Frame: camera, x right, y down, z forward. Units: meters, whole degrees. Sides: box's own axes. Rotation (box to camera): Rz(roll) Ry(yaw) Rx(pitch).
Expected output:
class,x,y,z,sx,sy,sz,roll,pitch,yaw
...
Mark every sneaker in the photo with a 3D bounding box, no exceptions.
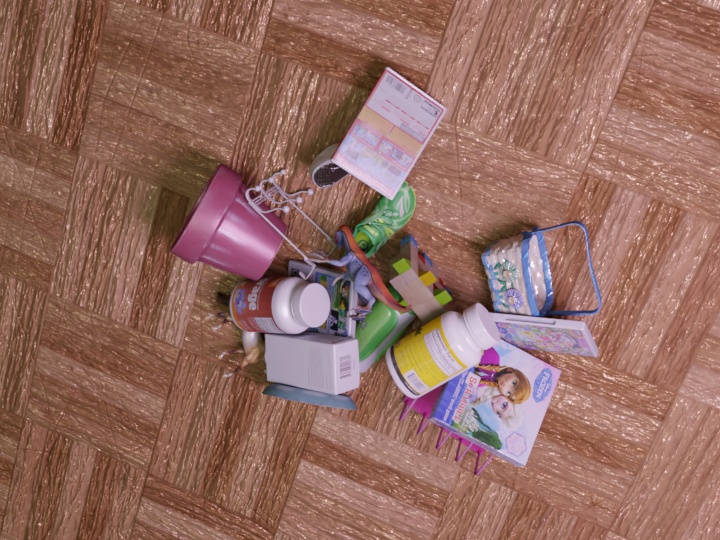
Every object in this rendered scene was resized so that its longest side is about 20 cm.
class,x,y,z,sx,sy,sz,roll,pitch,yaw
sneaker,0.039,-0.086,1.646,0.074,0.084,0.201,38,110,1
sneaker,-0.012,-0.233,1.627,0.198,0.085,0.073,-24,121,-4

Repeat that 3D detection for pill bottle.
class,x,y,z,sx,sy,sz,roll,pitch,yaw
pill bottle,0.154,0.144,1.563,0.199,0.111,0.112,-32,97,21
pill bottle,-0.160,0.068,1.685,0.198,0.112,0.114,-2,107,41

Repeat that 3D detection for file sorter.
class,x,y,z,sx,sy,sz,roll,pitch,yaw
file sorter,0.193,0.289,1.696,0.199,0.125,0.140,34,111,2

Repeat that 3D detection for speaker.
class,x,y,z,sx,sy,sz,roll,pitch,yaw
speaker,0.032,0.119,1.706,0.088,0.088,0.200,41,110,-1

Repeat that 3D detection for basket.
class,x,y,z,sx,sy,sz,roll,pitch,yaw
basket,0.337,0.008,1.573,0.198,0.139,0.178,-10,104,25

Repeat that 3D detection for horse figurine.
class,x,y,z,sx,sy,sz,roll,pitch,yaw
horse figurine,-0.250,0.138,1.794,0.131,0.050,0.202,-15,96,4

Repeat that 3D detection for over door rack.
class,x,y,z,sx,sy,sz,roll,pitch,yaw
over door rack,-0.122,-0.101,1.648,0.066,0.148,0.201,-34,96,25

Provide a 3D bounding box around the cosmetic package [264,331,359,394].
class,x,y,z,sx,sy,sz,roll,pitch,yaw
cosmetic package,-0.098,0.178,1.677,0.199,0.074,0.103,6,100,42

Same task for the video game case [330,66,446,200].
class,x,y,z,sx,sy,sz,roll,pitch,yaw
video game case,0.053,-0.254,1.577,0.142,0.017,0.201,31,93,-17

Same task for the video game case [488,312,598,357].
class,x,y,z,sx,sy,sz,roll,pitch,yaw
video game case,0.336,0.121,1.593,0.198,0.143,0.018,5,67,29

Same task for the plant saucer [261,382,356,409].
class,x,y,z,sx,sy,sz,roll,pitch,yaw
plant saucer,-0.102,0.255,1.730,0.198,0.200,0.028,9,84,11

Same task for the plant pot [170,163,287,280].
class,x,y,z,sx,sy,sz,roll,pitch,yaw
plant pot,-0.251,-0.079,1.670,0.178,0.201,0.201,31,111,-13

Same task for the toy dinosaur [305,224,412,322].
class,x,y,z,sx,sy,sz,roll,pitch,yaw
toy dinosaur,0.000,0.000,1.592,0.197,0.105,0.184,0,70,5

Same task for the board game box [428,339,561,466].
class,x,y,z,sx,sy,sz,roll,pitch,yaw
board game box,0.258,0.238,1.616,0.198,0.041,0.202,27,72,-2

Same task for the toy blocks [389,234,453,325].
class,x,y,z,sx,sy,sz,roll,pitch,yaw
toy blocks,0.119,0.024,1.636,0.099,0.137,0.200,-30,116,20

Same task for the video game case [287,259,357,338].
class,x,y,z,sx,sy,sz,roll,pitch,yaw
video game case,-0.081,0.093,1.710,0.181,0.022,0.203,15,106,39
